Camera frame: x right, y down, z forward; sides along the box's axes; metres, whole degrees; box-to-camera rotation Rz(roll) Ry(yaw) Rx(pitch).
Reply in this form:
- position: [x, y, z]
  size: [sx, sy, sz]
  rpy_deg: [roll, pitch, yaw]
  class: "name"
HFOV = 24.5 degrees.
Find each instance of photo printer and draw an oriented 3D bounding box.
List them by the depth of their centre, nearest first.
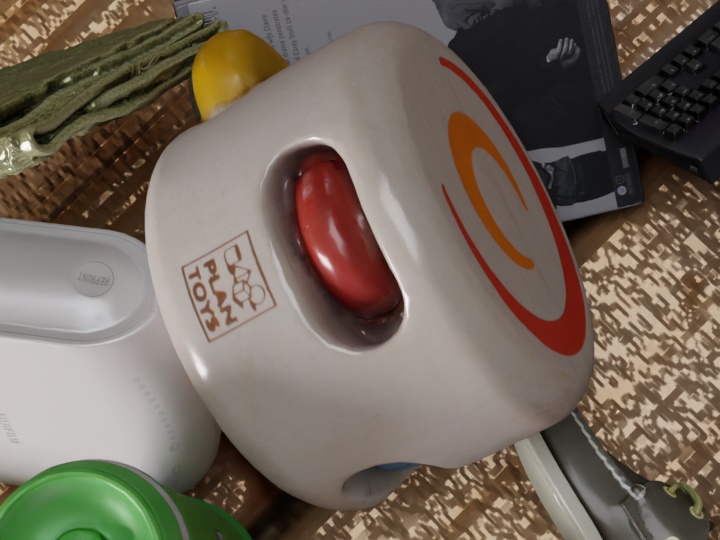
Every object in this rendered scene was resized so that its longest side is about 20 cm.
- position: [-0.160, 0.041, 0.756]
  size: [0.198, 0.167, 0.070]
  rpy_deg: [7, 58, 8]
  class: "photo printer"

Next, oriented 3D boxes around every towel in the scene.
- position: [-0.166, -0.068, 0.762]
  size: [0.199, 0.148, 0.037]
  rpy_deg: [-7, 110, 43]
  class: "towel"

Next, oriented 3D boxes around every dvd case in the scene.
- position: [0.025, -0.082, 0.794]
  size: [0.198, 0.025, 0.151]
  rpy_deg: [-13, 108, 4]
  class: "dvd case"

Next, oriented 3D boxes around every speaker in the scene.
- position: [-0.094, 0.132, 0.705]
  size: [0.088, 0.200, 0.089]
  rpy_deg: [-2, 76, 7]
  class: "speaker"

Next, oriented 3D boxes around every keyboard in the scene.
- position: [0.214, -0.106, 0.765]
  size: [0.200, 0.021, 0.127]
  rpy_deg: [-40, 49, -21]
  class: "keyboard"

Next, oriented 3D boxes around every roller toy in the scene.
- position: [0.000, 0.000, 0.707]
  size: [0.139, 0.200, 0.183]
  rpy_deg: [-27, 32, 21]
  class: "roller toy"

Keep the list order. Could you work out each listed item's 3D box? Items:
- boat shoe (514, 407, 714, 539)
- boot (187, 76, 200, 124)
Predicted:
- position: [0.136, 0.132, 0.745]
  size: [0.060, 0.072, 0.202]
  rpy_deg: [-33, 81, -2]
  class: "boat shoe"
- position: [-0.016, -0.175, 0.838]
  size: [0.143, 0.072, 0.202]
  rpy_deg: [-4, 84, 6]
  class: "boot"
